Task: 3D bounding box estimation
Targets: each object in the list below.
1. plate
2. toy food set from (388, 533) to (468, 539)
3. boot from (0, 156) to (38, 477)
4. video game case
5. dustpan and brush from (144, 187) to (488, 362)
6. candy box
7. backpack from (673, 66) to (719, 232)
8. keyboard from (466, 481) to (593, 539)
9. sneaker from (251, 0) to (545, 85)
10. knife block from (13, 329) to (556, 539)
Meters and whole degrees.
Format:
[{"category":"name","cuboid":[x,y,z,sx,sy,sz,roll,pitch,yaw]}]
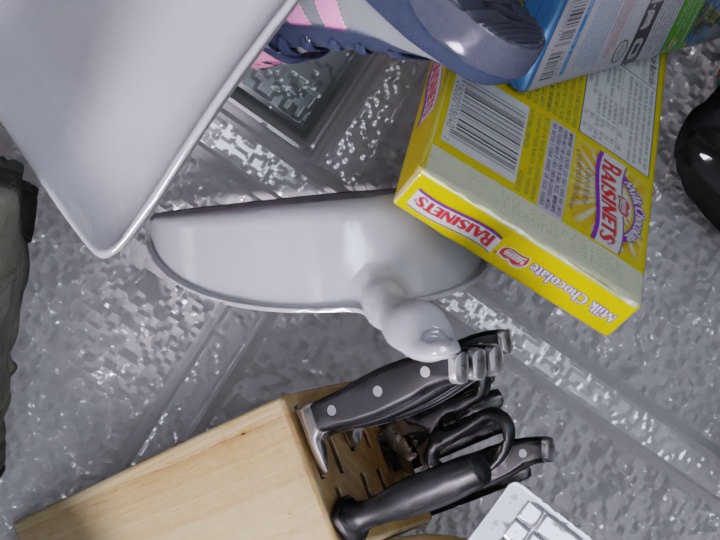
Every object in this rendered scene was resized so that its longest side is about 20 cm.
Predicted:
[{"category":"plate","cuboid":[-0.082,-0.139,0.697,0.200,0.032,0.200,-51,59,21]},{"category":"toy food set","cuboid":[0.041,0.200,0.769,0.200,0.049,0.198,31,126,-17]},{"category":"boot","cuboid":[-0.155,0.026,0.690,0.068,0.200,0.131,2,86,2]},{"category":"video game case","cuboid":[0.147,-0.150,0.763,0.200,0.018,0.143,-19,141,-44]},{"category":"dustpan and brush","cuboid":[0.000,0.000,0.725,0.139,0.200,0.057,-6,94,-15]},{"category":"candy box","cuboid":[0.076,-0.069,0.768,0.102,0.026,0.200,33,39,-14]},{"category":"backpack","cuboid":[0.237,-0.093,0.783,0.200,0.167,0.127,-46,113,-8]},{"category":"keyboard","cuboid":[0.018,0.173,0.684,0.056,0.011,0.200,37,84,7]},{"category":"sneaker","cuboid":[-0.012,-0.105,0.744,0.070,0.200,0.082,7,114,-49]},{"category":"knife block","cuboid":[-0.031,0.085,0.728,0.200,0.176,0.064,-18,80,-13]}]
